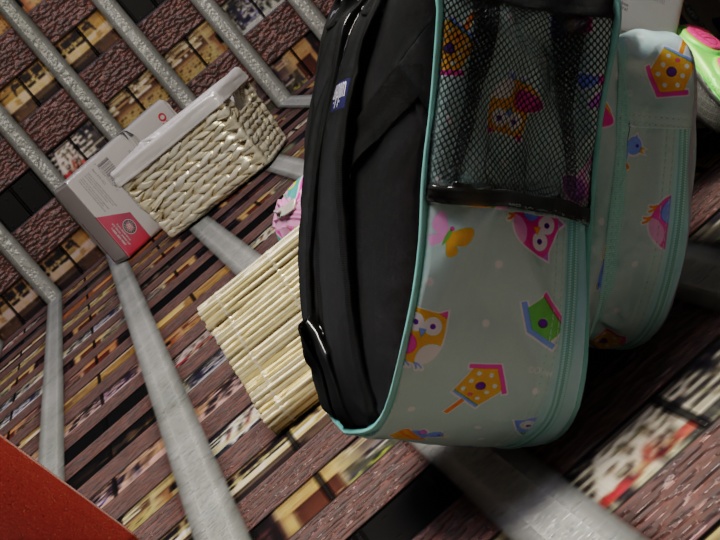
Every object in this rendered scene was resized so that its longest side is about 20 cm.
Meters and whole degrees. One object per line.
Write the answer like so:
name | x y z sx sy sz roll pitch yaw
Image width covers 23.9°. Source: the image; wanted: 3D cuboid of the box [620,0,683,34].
box | 0.110 -0.200 0.884 0.124 0.097 0.201 -26 46 66

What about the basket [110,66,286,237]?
basket | -0.211 -0.155 2.268 0.200 0.124 0.136 -35 11 22

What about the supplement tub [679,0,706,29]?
supplement tub | 0.137 -0.164 1.051 0.200 0.145 0.145 -35 12 26

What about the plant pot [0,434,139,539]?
plant pot | -0.286 0.185 1.003 0.200 0.200 0.177 -23 32 57

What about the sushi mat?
sushi mat | 0.000 0.000 1.011 0.200 0.096 0.012 -39 -20 10

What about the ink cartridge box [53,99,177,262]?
ink cartridge box | -0.328 -0.133 2.513 0.200 0.145 0.084 -44 11 -21

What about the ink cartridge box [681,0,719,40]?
ink cartridge box | 0.206 -0.140 0.849 0.037 0.095 0.200 -40 11 -6

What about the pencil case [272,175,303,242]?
pencil case | -0.004 -0.026 1.127 0.087 0.088 0.200 -41 13 -8

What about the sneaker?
sneaker | 0.162 -0.082 0.880 0.200 0.076 0.084 -147 75 -74

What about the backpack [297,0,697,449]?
backpack | 0.049 -0.023 0.719 0.176 0.153 0.201 -173 95 -73
